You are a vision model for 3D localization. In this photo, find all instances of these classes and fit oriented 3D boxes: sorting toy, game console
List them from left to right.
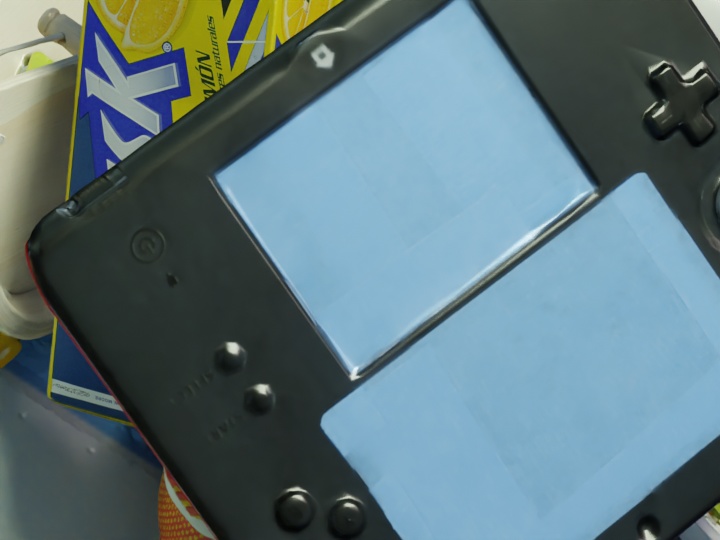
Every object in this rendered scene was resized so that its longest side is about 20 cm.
[{"bbox_3d":[-0.147,-0.064,0.798,0.179,0.107,0.200,30,26,17],"label":"sorting toy"},{"bbox_3d":[0.033,0.007,0.676,0.200,0.031,0.177,-37,102,-13],"label":"game console"}]

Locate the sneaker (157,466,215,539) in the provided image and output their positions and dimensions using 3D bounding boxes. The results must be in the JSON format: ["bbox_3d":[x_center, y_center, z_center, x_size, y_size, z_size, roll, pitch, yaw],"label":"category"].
[{"bbox_3d":[-0.036,0.064,0.800,0.073,0.078,0.200,5,22,6],"label":"sneaker"}]

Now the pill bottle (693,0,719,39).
[{"bbox_3d":[0.041,-0.118,0.900,0.199,0.115,0.114,20,37,-7],"label":"pill bottle"}]

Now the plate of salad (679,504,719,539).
[{"bbox_3d":[0.151,0.081,0.818,0.200,0.048,0.200,40,13,-11],"label":"plate of salad"}]

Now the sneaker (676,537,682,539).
[{"bbox_3d":[0.135,0.127,0.875,0.200,0.075,0.077,43,17,-23],"label":"sneaker"}]

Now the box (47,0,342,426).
[{"bbox_3d":[-0.041,-0.055,0.716,0.064,0.201,0.070,13,16,23],"label":"box"}]
